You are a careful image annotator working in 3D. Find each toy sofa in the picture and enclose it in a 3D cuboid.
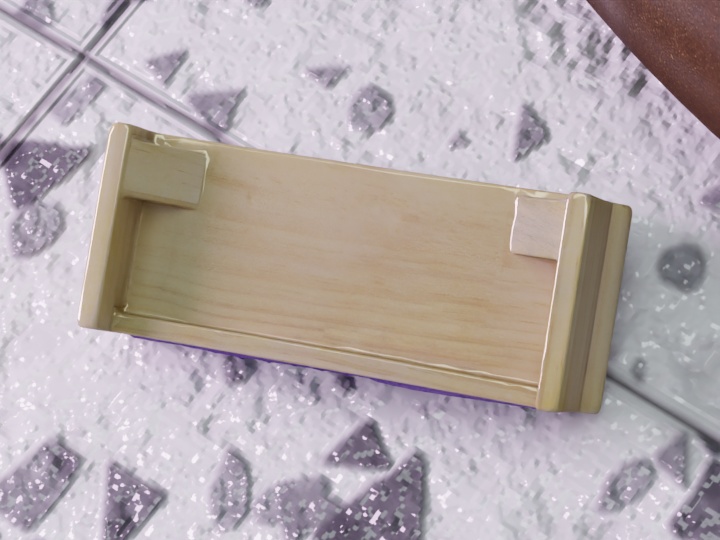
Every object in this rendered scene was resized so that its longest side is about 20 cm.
[{"bbox_3d":[0.000,0.000,1.023,0.199,0.098,0.083,9,89,15],"label":"toy sofa"}]

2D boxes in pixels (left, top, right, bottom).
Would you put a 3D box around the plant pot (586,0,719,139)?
[{"bbox_3d":[0.149,-0.145,1.023,0.187,0.187,0.200,-44,49,-13],"label":"plant pot"}]
